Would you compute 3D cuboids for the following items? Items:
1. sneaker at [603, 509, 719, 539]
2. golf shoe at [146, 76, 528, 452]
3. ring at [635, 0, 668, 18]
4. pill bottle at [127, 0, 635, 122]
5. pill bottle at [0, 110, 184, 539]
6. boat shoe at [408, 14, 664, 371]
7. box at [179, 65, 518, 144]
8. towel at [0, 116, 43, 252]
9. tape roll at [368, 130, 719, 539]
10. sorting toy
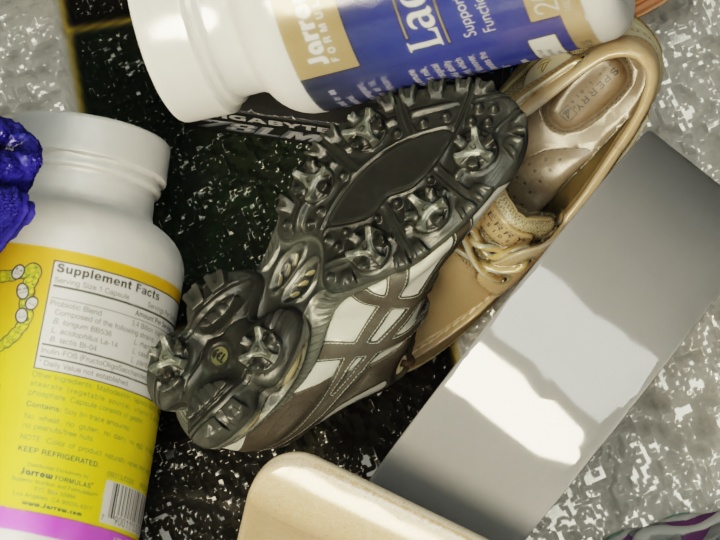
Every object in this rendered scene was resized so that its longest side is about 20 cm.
[{"bbox_3d":[0.171,0.124,1.159,0.200,0.140,0.078,-20,79,-6],"label":"sneaker"},{"bbox_3d":[0.000,0.000,1.168,0.200,0.094,0.078,-42,59,10],"label":"golf shoe"},{"bbox_3d":[0.080,-0.200,1.243,0.200,0.019,0.201,0,79,-2],"label":"ring"},{"bbox_3d":[0.007,-0.131,1.159,0.199,0.116,0.116,-14,78,13],"label":"pill bottle"},{"bbox_3d":[-0.135,0.037,1.189,0.104,0.104,0.201,9,77,0],"label":"pill bottle"},{"bbox_3d":[0.056,-0.030,1.197,0.071,0.065,0.200,36,105,-10],"label":"boat shoe"},{"bbox_3d":[0.026,-0.152,1.265,0.199,0.050,0.199,8,79,0],"label":"box"},{"bbox_3d":[-0.223,0.015,1.105,0.147,0.200,0.050,-9,62,-39],"label":"towel"},{"bbox_3d":[0.084,0.039,1.146,0.066,0.200,0.200,39,79,5],"label":"tape roll"},{"bbox_3d":[0.034,0.149,1.126,0.185,0.200,0.037,25,63,4],"label":"sorting toy"}]
